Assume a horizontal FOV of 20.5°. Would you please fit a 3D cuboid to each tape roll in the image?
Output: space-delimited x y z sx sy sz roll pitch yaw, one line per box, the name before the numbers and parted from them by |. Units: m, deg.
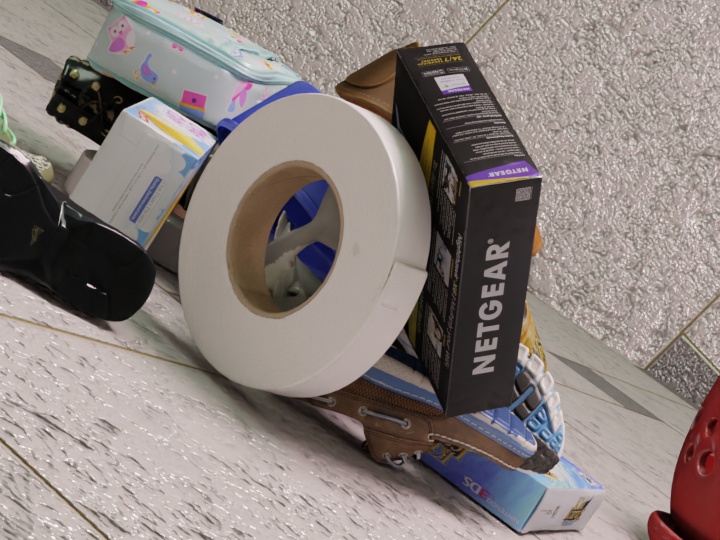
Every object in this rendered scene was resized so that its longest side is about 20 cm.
tape roll | -0.040 -0.017 1.334 0.037 0.204 0.202 18 14 -48
tape roll | -0.160 -0.036 1.709 0.202 0.037 0.203 32 6 -4

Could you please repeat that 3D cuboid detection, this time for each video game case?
video game case | 0.087 0.133 1.585 0.199 0.046 0.181 35 8 21

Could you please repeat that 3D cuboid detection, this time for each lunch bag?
lunch bag | -0.135 -0.175 1.713 0.159 0.078 0.200 26 9 8

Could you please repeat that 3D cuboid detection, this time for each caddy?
caddy | -0.041 -0.054 1.575 0.200 0.105 0.142 46 -16 36

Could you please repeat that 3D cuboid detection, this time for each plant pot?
plant pot | 0.360 0.205 1.742 0.199 0.183 0.200 32 7 -4

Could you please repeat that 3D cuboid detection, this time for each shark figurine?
shark figurine | -0.046 -0.012 1.449 0.127 0.090 0.215 1 -28 0

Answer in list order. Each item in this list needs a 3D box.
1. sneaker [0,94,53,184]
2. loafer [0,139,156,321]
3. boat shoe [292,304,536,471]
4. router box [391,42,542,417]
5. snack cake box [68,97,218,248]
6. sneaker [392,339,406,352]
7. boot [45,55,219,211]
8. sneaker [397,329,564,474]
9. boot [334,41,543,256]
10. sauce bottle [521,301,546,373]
sneaker | -0.278 -0.108 1.436 0.077 0.089 0.200 36 7 31
loafer | -0.225 -0.035 1.278 0.200 0.073 0.072 40 -7 -28
boat shoe | 0.028 0.099 1.421 0.199 0.073 0.072 28 9 5
router box | 0.064 -0.028 1.352 0.052 0.201 0.158 -8 42 -15
snack cake box | -0.170 -0.062 1.497 0.067 0.116 0.200 32 7 -4
sneaker | 0.000 0.000 1.656 0.199 0.076 0.070 32 -9 28
boot | -0.195 -0.119 1.707 0.153 0.074 0.204 26 7 -12
sneaker | 0.091 0.084 1.508 0.200 0.075 0.087 52 -10 33
boot | 0.063 -0.088 1.506 0.200 0.076 0.156 16 -41 61
sauce bottle | 0.120 0.070 1.642 0.066 0.066 0.200 35 -13 27
